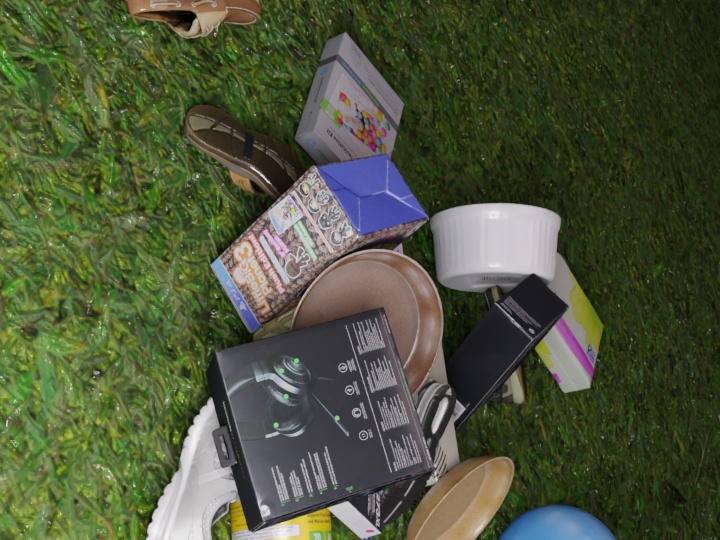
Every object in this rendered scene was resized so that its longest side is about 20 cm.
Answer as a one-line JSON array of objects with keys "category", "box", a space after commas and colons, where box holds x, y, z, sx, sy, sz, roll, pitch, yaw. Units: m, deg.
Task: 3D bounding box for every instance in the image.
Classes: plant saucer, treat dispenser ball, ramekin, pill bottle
[{"category": "plant saucer", "box": [0.124, 0.317, 1.501, 0.035, 0.202, 0.199, 39, 20, 30]}, {"category": "treat dispenser ball", "box": [0.282, 0.438, 1.614, 0.200, 0.199, 0.204, 26, 57, -47]}, {"category": "ramekin", "box": [0.203, -0.029, 1.701, 0.199, 0.198, 0.099, 15, 72, -51]}, {"category": "pill bottle", "box": [-0.092, 0.226, 1.251, 0.110, 0.110, 0.203, 14, 65, -51]}, {"category": "plant saucer", "box": [0.001, 0.072, 1.266, 0.198, 0.034, 0.203, -8, 107, -27]}]

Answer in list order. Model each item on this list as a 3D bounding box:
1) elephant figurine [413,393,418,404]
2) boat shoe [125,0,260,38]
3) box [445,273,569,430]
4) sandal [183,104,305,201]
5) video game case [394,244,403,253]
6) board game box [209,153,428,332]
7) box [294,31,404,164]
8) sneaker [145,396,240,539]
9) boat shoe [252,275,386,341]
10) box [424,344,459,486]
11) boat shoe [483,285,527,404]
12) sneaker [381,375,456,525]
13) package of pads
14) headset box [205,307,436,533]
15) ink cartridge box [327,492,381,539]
[{"category": "elephant figurine", "box": [0.000, 0.157, 1.399, 0.200, 0.154, 0.142, 50, 26, -31]}, {"category": "boat shoe", "box": [-0.205, -0.314, 1.350, 0.198, 0.075, 0.075, 3, 79, -46]}, {"category": "box", "box": [0.191, 0.116, 1.612, 0.079, 0.201, 0.141, 44, 33, 14]}, {"category": "sandal", "box": [-0.139, -0.128, 1.384, 0.199, 0.054, 0.083, 28, 48, -29]}, {"category": "video game case", "box": [0.000, 0.000, 1.547, 0.199, 0.023, 0.185, 13, 66, -52]}, {"category": "board game box", "box": [-0.048, -0.034, 1.324, 0.159, 0.200, 0.098, -18, 71, -55]}, {"category": "box", "box": [-0.012, -0.213, 1.602, 0.156, 0.041, 0.202, 46, 45, -34]}, {"category": "sneaker", "box": [-0.154, 0.215, 1.182, 0.081, 0.075, 0.202, 21, 61, 0]}, {"category": "boat shoe", "box": [-0.031, 0.041, 1.312, 0.200, 0.063, 0.074, -38, 150, -14]}, {"category": "box", "box": [0.076, 0.191, 1.530, 0.068, 0.081, 0.203, 6, 70, -53]}, {"category": "boat shoe", "box": [0.209, 0.121, 1.728, 0.072, 0.065, 0.203, -80, 156, -62]}, {"category": "sneaker", "box": [0.039, 0.222, 1.476, 0.075, 0.115, 0.203, 24, 91, -49]}, {"category": "package of pads", "box": [0.348, 0.087, 1.963, 0.201, 0.068, 0.155, 54, 40, -28]}, {"category": "headset box", "box": [-0.050, 0.153, 1.143, 0.197, 0.093, 0.176, -15, 76, -19]}, {"category": "ink cartridge box", "box": [-0.007, 0.238, 1.282, 0.201, 0.037, 0.096, 60, 25, -57]}]
